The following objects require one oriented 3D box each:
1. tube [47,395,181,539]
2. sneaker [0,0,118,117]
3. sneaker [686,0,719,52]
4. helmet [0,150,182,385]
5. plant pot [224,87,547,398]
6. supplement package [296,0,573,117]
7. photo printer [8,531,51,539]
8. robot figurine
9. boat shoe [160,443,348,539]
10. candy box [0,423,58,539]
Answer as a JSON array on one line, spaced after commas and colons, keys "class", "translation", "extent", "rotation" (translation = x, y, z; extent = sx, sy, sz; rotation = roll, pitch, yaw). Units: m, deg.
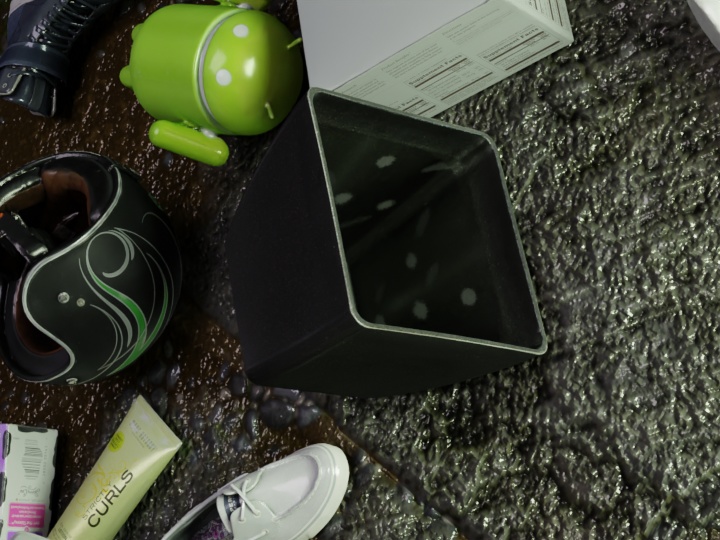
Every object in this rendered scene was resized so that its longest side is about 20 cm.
[{"class": "tube", "translation": [-0.244, 0.219, 1.450], "extent": [0.058, 0.052, 0.201], "rotation": [35, 99, -3]}, {"class": "sneaker", "translation": [-0.317, -0.244, 1.628], "extent": [0.202, 0.077, 0.147], "rotation": [-21, 53, 46]}, {"class": "sneaker", "translation": [0.306, -0.172, 1.092], "extent": [0.088, 0.075, 0.200], "rotation": [-42, 59, 8]}, {"class": "helmet", "translation": [-0.264, 0.007, 1.443], "extent": [0.198, 0.191, 0.201], "rotation": [-10, 44, 10]}, {"class": "plant pot", "translation": [0.000, 0.000, 1.225], "extent": [0.177, 0.198, 0.201], "rotation": [-34, 57, 41]}, {"class": "supplement package", "translation": [0.055, -0.232, 1.289], "extent": [0.199, 0.111, 0.157], "rotation": [-25, 62, 33]}, {"class": "photo printer", "translation": [-0.298, 0.342, 1.393], "extent": [0.200, 0.166, 0.070], "rotation": [-49, 32, 19]}, {"class": "robot figurine", "translation": [-0.136, -0.188, 1.438], "extent": [0.199, 0.115, 0.177], "rotation": [13, 84, 42]}, {"class": "boat shoe", "translation": [-0.097, 0.207, 1.320], "extent": [0.199, 0.068, 0.072], "rotation": [-31, 59, 31]}, {"class": "candy box", "translation": [-0.393, 0.256, 1.544], "extent": [0.167, 0.071, 0.202], "rotation": [-4, 79, 34]}]
